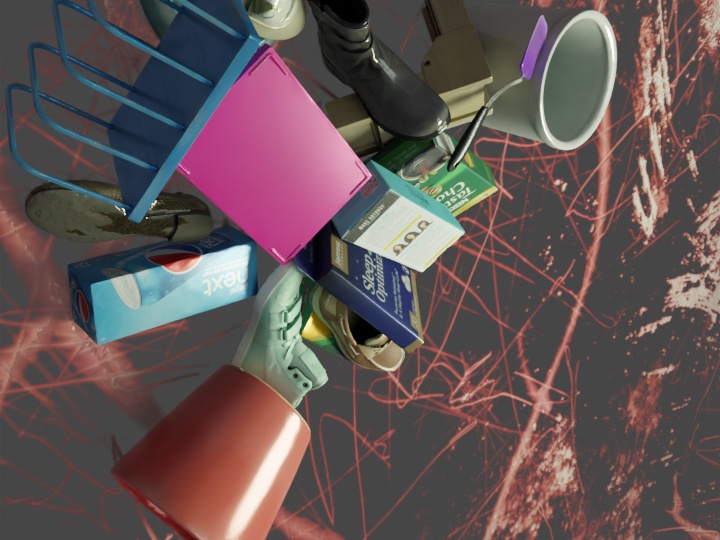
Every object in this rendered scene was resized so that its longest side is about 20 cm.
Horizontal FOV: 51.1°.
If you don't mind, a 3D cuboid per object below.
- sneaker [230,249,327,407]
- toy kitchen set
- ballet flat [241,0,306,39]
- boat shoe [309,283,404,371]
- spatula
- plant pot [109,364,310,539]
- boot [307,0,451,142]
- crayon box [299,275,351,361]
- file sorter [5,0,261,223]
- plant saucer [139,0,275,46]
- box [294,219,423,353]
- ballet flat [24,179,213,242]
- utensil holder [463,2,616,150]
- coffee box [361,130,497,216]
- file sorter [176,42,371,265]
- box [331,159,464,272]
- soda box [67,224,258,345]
[{"bbox_3d":[-0.074,0.073,0.900,0.074,0.116,0.203,-48,166,-57],"label":"sneaker"},{"bbox_3d":[0.052,-0.239,0.971,0.195,0.185,0.164,-17,158,3],"label":"toy kitchen set"},{"bbox_3d":[-0.114,-0.280,0.745,0.197,0.069,0.071,13,99,-47],"label":"ballet flat"},{"bbox_3d":[0.008,0.080,0.971,0.077,0.071,0.200,-54,136,-10],"label":"boat shoe"},{"bbox_3d":[0.161,-0.200,0.882,0.202,0.020,0.056,-54,159,12],"label":"spatula"},{"bbox_3d":[-0.161,0.225,0.885,0.179,0.197,0.202,-53,136,-26],"label":"plant pot"},{"bbox_3d":[0.012,-0.230,0.815,0.070,0.199,0.132,-48,160,-9],"label":"boot"},{"bbox_3d":[-0.016,0.006,1.010,0.118,0.058,0.204,30,86,-47],"label":"crayon box"},{"bbox_3d":[-0.202,-0.176,0.641,0.121,0.140,0.201,20,121,-41],"label":"file sorter"},{"bbox_3d":[-0.137,-0.309,0.775,0.197,0.027,0.205,-21,122,-37],"label":"plant saucer"},{"bbox_3d":[0.000,0.000,0.903,0.032,0.123,0.199,-35,125,27],"label":"box"},{"bbox_3d":[-0.242,-0.065,0.772,0.196,0.047,0.068,2,138,-39],"label":"ballet flat"},{"bbox_3d":[0.213,-0.267,1.014,0.167,0.198,0.175,-19,120,-37],"label":"utensil holder"},{"bbox_3d":[0.089,-0.117,0.979,0.121,0.045,0.199,-31,156,22],"label":"coffee box"},{"bbox_3d":[-0.111,-0.136,0.788,0.139,0.126,0.200,-44,138,1],"label":"file sorter"},{"bbox_3d":[0.047,-0.061,0.924,0.082,0.050,0.198,-43,149,17],"label":"box"},{"bbox_3d":[-0.209,0.011,0.818,0.197,0.063,0.070,-19,120,-39],"label":"soda box"}]
